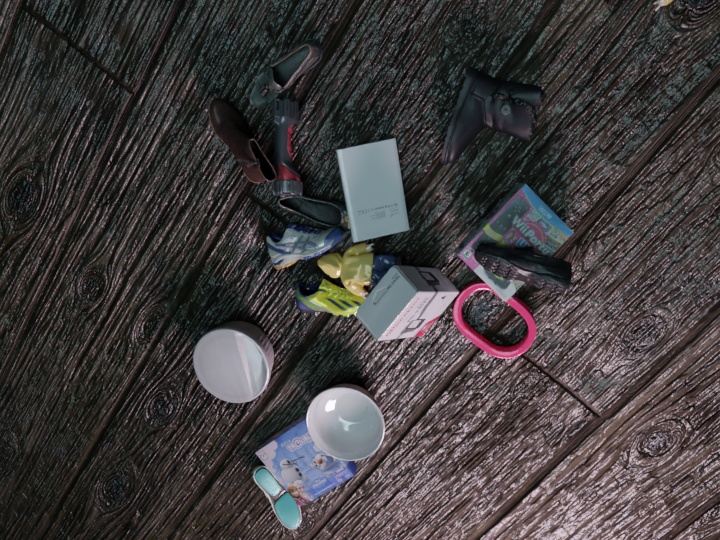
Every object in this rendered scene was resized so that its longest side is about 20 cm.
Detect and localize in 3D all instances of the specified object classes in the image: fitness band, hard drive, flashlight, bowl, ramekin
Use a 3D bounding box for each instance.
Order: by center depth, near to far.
[{"bbox_3d":[-0.157,-0.264,1.245,0.067,0.068,0.204,2,90,2],"label":"flashlight"},{"bbox_3d":[0.028,-0.175,1.252,0.129,0.027,0.204,-12,106,-5],"label":"hard drive"},{"bbox_3d":[0.304,0.111,1.302,0.199,0.037,0.144,37,114,0],"label":"fitness band"},{"bbox_3d":[-0.030,0.359,1.423,0.197,0.090,0.205,4,109,10],"label":"bowl"},{"bbox_3d":[-0.308,0.220,1.436,0.198,0.094,0.206,4,108,11],"label":"ramekin"}]

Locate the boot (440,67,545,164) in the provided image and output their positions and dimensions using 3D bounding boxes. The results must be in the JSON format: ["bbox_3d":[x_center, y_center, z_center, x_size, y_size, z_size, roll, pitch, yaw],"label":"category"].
[{"bbox_3d":[0.264,-0.290,1.156,0.166,0.076,0.203,21,105,9],"label":"boot"}]

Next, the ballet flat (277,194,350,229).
[{"bbox_3d":[-0.094,-0.131,1.295,0.196,0.057,0.068,14,111,7],"label":"ballet flat"}]

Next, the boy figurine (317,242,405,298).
[{"bbox_3d":[0.000,0.000,1.305,0.196,0.064,0.127,3,95,14],"label":"boy figurine"}]

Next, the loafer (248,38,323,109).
[{"bbox_3d":[-0.168,-0.419,1.215,0.199,0.063,0.072,-35,98,20],"label":"loafer"}]

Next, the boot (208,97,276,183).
[{"bbox_3d":[-0.248,-0.281,1.222,0.072,0.166,0.202,-33,111,-16],"label":"boot"}]

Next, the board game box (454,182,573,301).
[{"bbox_3d":[0.320,-0.061,1.209,0.147,0.064,0.200,42,99,-4],"label":"board game box"}]

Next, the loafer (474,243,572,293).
[{"bbox_3d":[0.329,-0.016,1.157,0.197,0.071,0.068,18,155,7],"label":"loafer"}]

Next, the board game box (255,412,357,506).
[{"bbox_3d":[-0.145,0.502,1.519,0.199,0.043,0.200,-36,96,20],"label":"board game box"}]

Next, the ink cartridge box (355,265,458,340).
[{"bbox_3d":[0.104,0.070,1.236,0.084,0.199,0.146,49,114,25],"label":"ink cartridge box"}]

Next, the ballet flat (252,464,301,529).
[{"bbox_3d":[-0.227,0.610,1.564,0.069,0.069,0.202,-31,98,19],"label":"ballet flat"}]

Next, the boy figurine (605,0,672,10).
[{"bbox_3d":[0.542,-0.536,1.025,0.196,0.064,0.127,-7,103,18],"label":"boy figurine"}]

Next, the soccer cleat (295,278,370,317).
[{"bbox_3d":[-0.061,0.061,1.346,0.196,0.065,0.085,-1,110,13],"label":"soccer cleat"}]

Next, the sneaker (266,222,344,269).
[{"bbox_3d":[-0.133,-0.071,1.309,0.197,0.075,0.089,-19,100,22],"label":"sneaker"}]
